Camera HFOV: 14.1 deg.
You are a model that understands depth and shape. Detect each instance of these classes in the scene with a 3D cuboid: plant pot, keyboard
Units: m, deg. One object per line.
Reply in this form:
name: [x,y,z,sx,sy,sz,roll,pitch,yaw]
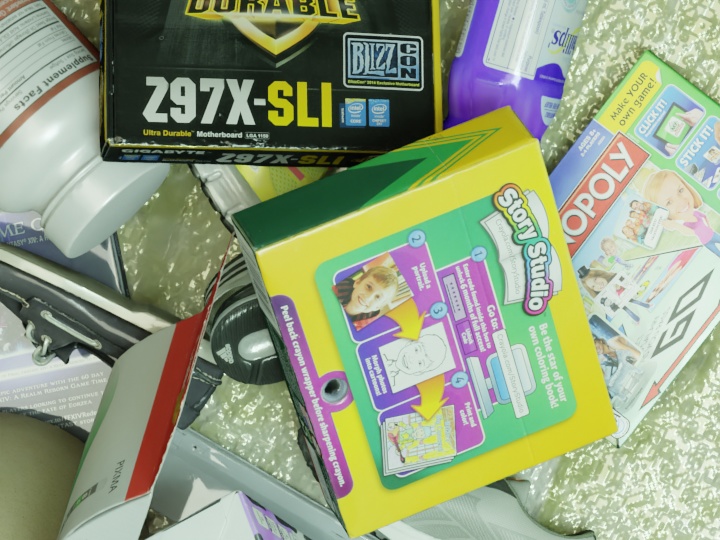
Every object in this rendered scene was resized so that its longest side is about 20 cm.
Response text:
plant pot: [-0.236,0.200,1.754,0.200,0.134,0.201,2,104,10]
keyboard: [-0.052,0.160,1.791,0.200,0.011,0.056,30,103,1]

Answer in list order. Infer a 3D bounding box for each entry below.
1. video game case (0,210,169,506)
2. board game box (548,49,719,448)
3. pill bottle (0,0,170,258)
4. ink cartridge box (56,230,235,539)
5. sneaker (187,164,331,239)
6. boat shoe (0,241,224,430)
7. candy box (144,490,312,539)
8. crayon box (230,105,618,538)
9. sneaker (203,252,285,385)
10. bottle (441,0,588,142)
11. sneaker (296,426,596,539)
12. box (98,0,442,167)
video game case: [-0.207,0.059,1.814,0.143,0.019,0.200,-11,91,10]
board game box: [0.164,-0.013,1.743,0.135,0.029,0.200,37,99,5]
pill bottle: [-0.211,-0.108,1.753,0.112,0.112,0.200,-44,83,9]
ink cartridge box: [-0.130,0.090,1.652,0.050,0.161,0.200,16,129,-3]
sneaker: [-0.085,-0.122,1.761,0.090,0.078,0.200,-29,92,-1]
boat shoe: [-0.178,0.034,1.763,0.200,0.073,0.063,24,93,2]
candy box: [-0.031,0.237,1.667,0.071,0.200,0.168,-29,61,11]
crayon box: [0.039,0.031,1.660,0.172,0.058,0.200,-22,118,-9]
sneaker: [0.000,0.000,1.735,0.200,0.115,0.076,-12,118,-8]
bottle: [0.090,-0.123,1.720,0.065,0.084,0.200,17,95,17]
sneaker: [0.051,0.142,1.756,0.200,0.074,0.079,31,89,0]
box: [-0.054,-0.143,1.711,0.200,0.049,0.160,2,80,-11]
